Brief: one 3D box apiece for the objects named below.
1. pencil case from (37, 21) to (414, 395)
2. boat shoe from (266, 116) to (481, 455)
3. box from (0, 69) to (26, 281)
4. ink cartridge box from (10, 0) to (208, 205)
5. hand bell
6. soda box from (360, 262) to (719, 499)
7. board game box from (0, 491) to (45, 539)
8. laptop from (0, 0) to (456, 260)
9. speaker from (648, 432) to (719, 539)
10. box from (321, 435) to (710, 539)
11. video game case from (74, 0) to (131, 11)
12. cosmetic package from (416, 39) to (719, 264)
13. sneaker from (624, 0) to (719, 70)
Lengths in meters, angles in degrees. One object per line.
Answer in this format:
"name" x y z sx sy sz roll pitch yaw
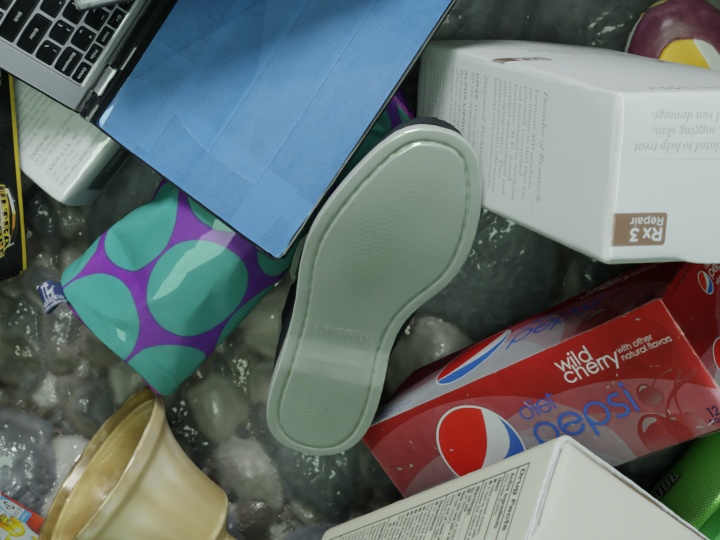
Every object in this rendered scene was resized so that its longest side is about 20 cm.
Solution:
"pencil case" -0.063 -0.036 0.778 0.200 0.085 0.092 -46 52 8
"boat shoe" 0.000 0.000 0.747 0.075 0.060 0.200 20 126 -14
"box" -0.268 -0.074 0.773 0.199 0.049 0.161 1 100 18
"ink cartridge box" -0.166 -0.158 0.787 0.200 0.057 0.163 41 100 9
"hand bell" -0.060 0.158 0.827 0.200 0.104 0.104 36 100 -18
"soda box" 0.095 0.059 0.750 0.200 0.063 0.070 -28 100 41
"board game box" -0.143 0.222 0.819 0.199 0.103 0.105 33 99 -3
"laptop" -0.079 -0.142 0.688 0.200 0.116 0.188 30 96 -37
"speaker" 0.185 0.132 0.797 0.088 0.088 0.200 39 100 -5
"box" 0.056 0.179 0.732 0.109 0.128 0.200 35 144 -18
"video game case" -0.075 -0.224 0.661 0.142 0.019 0.201 -13 99 -2
"cosmetic package" 0.106 -0.059 0.696 0.101 0.200 0.075 -3 103 -22
"sneaker" 0.171 -0.033 0.765 0.074 0.090 0.201 -8 101 3
